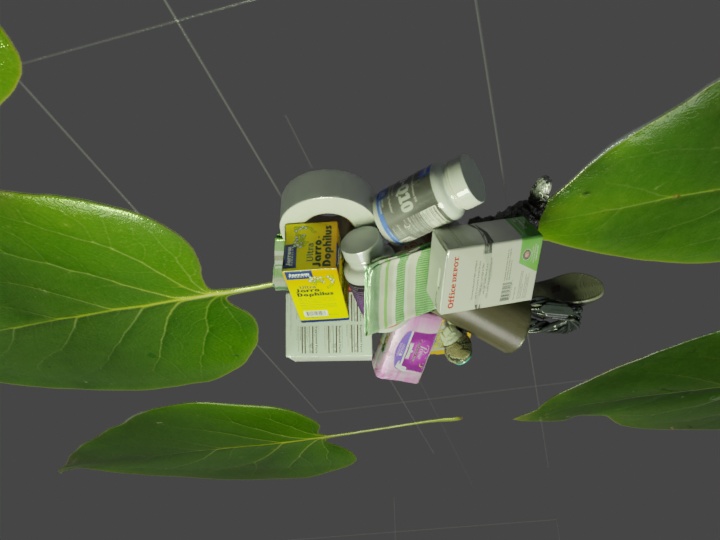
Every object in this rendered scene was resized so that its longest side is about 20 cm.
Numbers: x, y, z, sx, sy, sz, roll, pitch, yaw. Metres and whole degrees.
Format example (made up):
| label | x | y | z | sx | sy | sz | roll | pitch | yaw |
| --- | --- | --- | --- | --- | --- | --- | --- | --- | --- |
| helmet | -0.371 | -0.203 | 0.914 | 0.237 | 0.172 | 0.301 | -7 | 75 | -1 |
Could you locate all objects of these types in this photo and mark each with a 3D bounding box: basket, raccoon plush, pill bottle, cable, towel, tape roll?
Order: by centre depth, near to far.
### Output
| label | x | y | z | sx | sy | sz | roll | pitch | yaw |
| --- | --- | --- | --- | --- | --- | --- | --- | --- | --- |
| pill bottle | 0.129 | -0.133 | 1.300 | 0.197 | 0.116 | 0.113 | -24 | 141 | 32 |
| towel | 0.090 | 0.030 | 1.340 | 0.197 | 0.023 | 0.156 | -18 | 120 | -33 |
| pill bottle | 0.030 | 0.016 | 1.375 | 0.109 | 0.113 | 0.203 | -11 | 128 | 17 |
| tape roll | -0.063 | -0.109 | 1.375 | 0.197 | 0.072 | 0.204 | -1 | 148 | -1 |
| raccoon plush | 0.291 | -0.118 | 1.388 | 0.130 | 0.097 | 0.204 | 11 | 121 | 2 |
| basket | 0.258 | 0.073 | 1.537 | 0.196 | 0.182 | 0.137 | 23 | 123 | -16 |
| towel | -0.125 | -0.019 | 1.563 | 0.145 | 0.031 | 0.202 | 1 | 145 | -8 |
| cable | 0.424 | 0.109 | 1.645 | 0.194 | 0.052 | 0.164 | 2 | 158 | 8 |

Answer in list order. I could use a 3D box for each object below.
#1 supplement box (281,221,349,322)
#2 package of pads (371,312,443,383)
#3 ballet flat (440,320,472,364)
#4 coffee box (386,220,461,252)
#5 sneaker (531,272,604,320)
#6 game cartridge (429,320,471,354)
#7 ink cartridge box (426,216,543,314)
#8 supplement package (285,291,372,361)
| label | x | y | z | sx | sy | sz | roll | pitch | yaw |
| --- | --- | --- | --- | --- | --- | --- | --- | --- | --- |
| supplement box | -0.084 | 0.007 | 1.386 | 0.106 | 0.111 | 0.202 | -4 | 148 | 5 |
| package of pads | 0.111 | 0.159 | 1.611 | 0.118 | 0.076 | 0.204 | 10 | 115 | -17 |
| ballet flat | 0.208 | 0.148 | 1.555 | 0.067 | 0.200 | 0.076 | -33 | 97 | 12 |
| coffee box | 0.133 | -0.018 | 1.481 | 0.197 | 0.117 | 0.079 | -24 | 141 | 31 |
| sneaker | 0.491 | 0.064 | 1.667 | 0.196 | 0.077 | 0.106 | -7 | 153 | 27 |
| game cartridge | 0.178 | 0.161 | 1.724 | 0.194 | 0.033 | 0.178 | -2 | 146 | -2 |
| ink cartridge box | 0.232 | -0.010 | 1.316 | 0.195 | 0.085 | 0.149 | -8 | 124 | -15 |
| supplement package | -0.069 | 0.136 | 1.636 | 0.194 | 0.151 | 0.191 | -1 | 170 | 0 |
